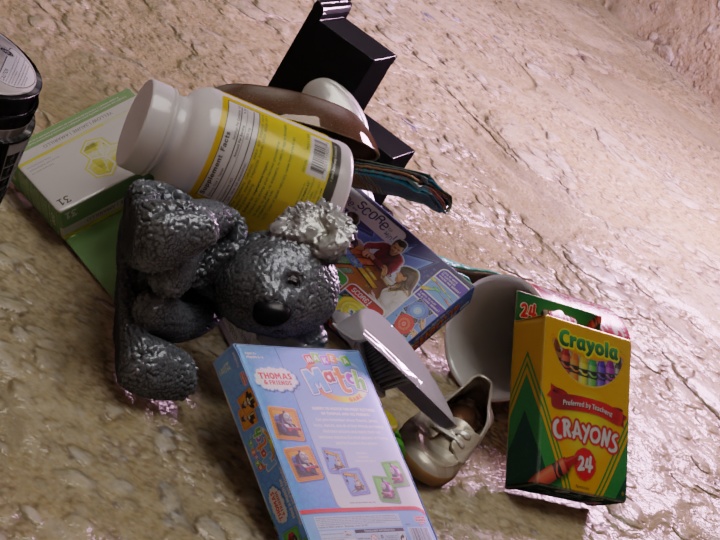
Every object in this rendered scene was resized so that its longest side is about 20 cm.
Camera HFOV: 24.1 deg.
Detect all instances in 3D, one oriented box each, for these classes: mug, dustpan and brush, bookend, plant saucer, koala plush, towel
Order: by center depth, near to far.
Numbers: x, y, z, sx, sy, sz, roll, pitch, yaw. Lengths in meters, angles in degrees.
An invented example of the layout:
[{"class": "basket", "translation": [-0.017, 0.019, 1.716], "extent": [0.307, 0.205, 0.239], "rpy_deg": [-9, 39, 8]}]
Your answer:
[{"class": "koala plush", "translation": [-0.108, 0.005, 1.457], "extent": [0.199, 0.178, 0.184], "rpy_deg": [4, 22, -13]}, {"class": "dustpan and brush", "translation": [0.011, 0.074, 1.596], "extent": [0.140, 0.057, 0.200], "rpy_deg": [45, 12, -28]}, {"class": "plant saucer", "translation": [-0.075, -0.148, 1.665], "extent": [0.199, 0.037, 0.200], "rpy_deg": [12, -6, 1]}, {"class": "towel", "translation": [-0.013, -0.097, 1.700], "extent": [0.199, 0.022, 0.147], "rpy_deg": [13, -4, 15]}, {"class": "mug", "translation": [0.199, 0.102, 1.827], "extent": [0.133, 0.178, 0.200], "rpy_deg": [0, -5, 37]}, {"class": "bookend", "translation": [-0.008, -0.188, 2.010], "extent": [0.198, 0.200, 0.092], "rpy_deg": [37, 22, 13]}]

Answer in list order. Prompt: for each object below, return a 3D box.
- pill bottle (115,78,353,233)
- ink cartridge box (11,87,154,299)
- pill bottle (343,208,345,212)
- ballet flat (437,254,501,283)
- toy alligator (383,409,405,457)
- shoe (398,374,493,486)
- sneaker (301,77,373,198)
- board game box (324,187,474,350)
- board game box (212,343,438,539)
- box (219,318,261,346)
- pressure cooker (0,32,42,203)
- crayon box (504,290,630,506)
[{"class": "pill bottle", "translation": [-0.116, -0.099, 1.539], "extent": [0.199, 0.113, 0.113], "rpy_deg": [22, 24, -20]}, {"class": "ink cartridge box", "translation": [-0.222, -0.072, 1.583], "extent": [0.145, 0.048, 0.200], "rpy_deg": [-30, 56, -24]}, {"class": "pill bottle", "translation": [-0.119, -0.061, 1.677], "extent": [0.199, 0.112, 0.111], "rpy_deg": [16, 22, 1]}, {"class": "ballet flat", "translation": [0.117, 0.019, 1.929], "extent": [0.199, 0.068, 0.070], "rpy_deg": [21, 10, -31]}, {"class": "toy alligator", "translation": [-0.007, 0.125, 1.535], "extent": [0.054, 0.059, 0.200], "rpy_deg": [13, 29, -40]}, {"class": "shoe", "translation": [0.085, 0.149, 1.618], "extent": [0.070, 0.053, 0.200], "rpy_deg": [35, 22, 8]}, {"class": "sneaker", "translation": [-0.031, -0.133, 1.912], "extent": [0.088, 0.075, 0.201], "rpy_deg": [26, 47, -68]}, {"class": "board game box", "translation": [0.000, 0.000, 1.741], "extent": [0.200, 0.035, 0.135], "rpy_deg": [42, 62, 19]}, {"class": "board game box", "translation": [-0.026, 0.156, 1.395], "extent": [0.151, 0.037, 0.201], "rpy_deg": [6, 52, -46]}, {"class": "box", "translation": [-0.085, 0.081, 1.549], "extent": [0.041, 0.039, 0.200], "rpy_deg": [17, 26, -36]}, {"class": "pressure cooker", "translation": [-0.368, -0.141, 1.421], "extent": [0.176, 0.200, 0.178], "rpy_deg": [44, 24, 29]}, {"class": "crayon box", "translation": [0.208, 0.125, 1.675], "extent": [0.127, 0.051, 0.201], "rpy_deg": [15, 70, -36]}]
